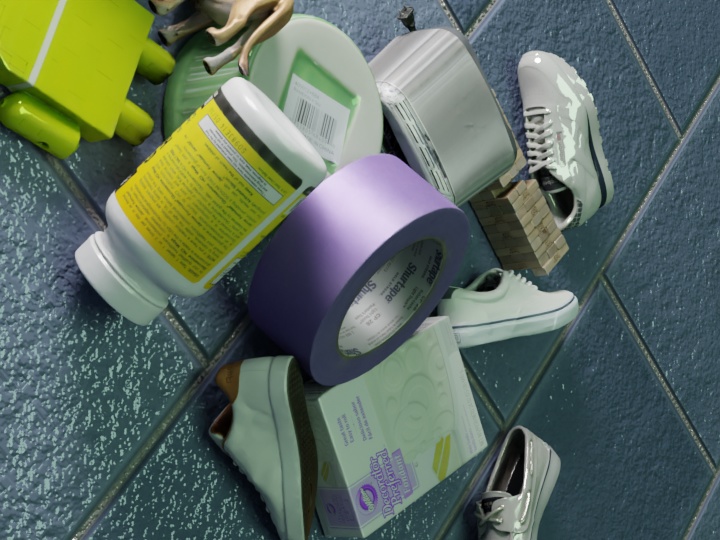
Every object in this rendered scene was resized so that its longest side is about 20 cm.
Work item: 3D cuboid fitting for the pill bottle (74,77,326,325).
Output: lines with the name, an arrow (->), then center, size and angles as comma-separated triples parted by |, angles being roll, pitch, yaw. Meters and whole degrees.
pill bottle -> -0.133, -0.052, 1.312 | 0.200, 0.113, 0.112 | -43, 124, 7

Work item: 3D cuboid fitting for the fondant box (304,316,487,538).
fondant box -> 0.026, 0.148, 1.551 | 0.200, 0.058, 0.145 | -29, 107, -42

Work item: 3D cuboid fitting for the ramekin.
ramekin -> -0.071, -0.135, 1.450 | 0.200, 0.097, 0.201 | 6, 82, -45

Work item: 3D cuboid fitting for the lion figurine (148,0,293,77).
lion figurine -> -0.105, -0.231, 1.383 | 0.122, 0.200, 0.073 | -33, 135, -17

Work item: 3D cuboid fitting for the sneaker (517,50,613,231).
sneaker -> 0.214, -0.142, 1.764 | 0.080, 0.076, 0.201 | -34, 109, -32

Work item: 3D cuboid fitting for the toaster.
toaster -> 0.059, -0.145, 1.574 | 0.129, 0.113, 0.201 | -44, 118, -36

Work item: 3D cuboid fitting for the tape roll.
tape roll -> 0.000, 0.000, 1.440 | 0.200, 0.085, 0.200 | -40, 155, -22

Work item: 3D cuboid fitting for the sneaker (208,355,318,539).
sneaker -> -0.087, 0.161, 1.441 | 0.073, 0.084, 0.201 | -71, 157, -59

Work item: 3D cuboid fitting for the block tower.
block tower -> 0.148, -0.089, 1.701 | 0.054, 0.058, 0.200 | -45, 115, -38

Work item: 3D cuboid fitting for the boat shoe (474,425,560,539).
boat shoe -> 0.150, 0.252, 1.658 | 0.066, 0.072, 0.200 | 44, 56, -28

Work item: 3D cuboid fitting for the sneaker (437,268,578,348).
sneaker -> 0.158, 0.032, 1.684 | 0.200, 0.073, 0.071 | -11, 97, -45

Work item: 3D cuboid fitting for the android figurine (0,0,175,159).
android figurine -> -0.242, -0.189, 1.322 | 0.200, 0.041, 0.183 | 32, 65, -40
